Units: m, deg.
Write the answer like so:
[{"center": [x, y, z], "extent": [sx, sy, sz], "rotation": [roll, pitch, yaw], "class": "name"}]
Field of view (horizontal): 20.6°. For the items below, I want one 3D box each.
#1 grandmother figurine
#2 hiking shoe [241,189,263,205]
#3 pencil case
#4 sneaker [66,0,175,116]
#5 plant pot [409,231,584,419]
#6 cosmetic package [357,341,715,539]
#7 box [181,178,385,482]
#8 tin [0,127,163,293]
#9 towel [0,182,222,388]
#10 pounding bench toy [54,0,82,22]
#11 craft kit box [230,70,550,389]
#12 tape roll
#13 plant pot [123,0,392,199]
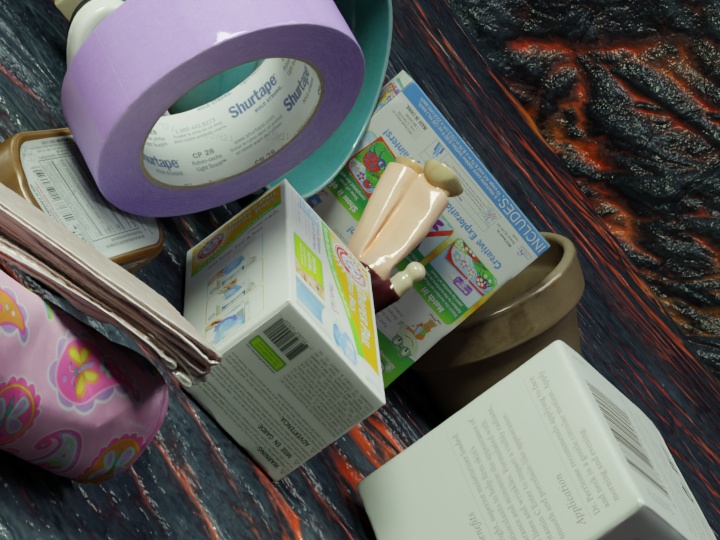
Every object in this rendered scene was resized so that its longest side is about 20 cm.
[{"center": [0.000, 0.000, 1.588], "extent": [0.061, 0.201, 0.121], "rotation": [41, -18, -24], "class": "grandmother figurine"}, {"center": [-0.084, -0.110, 1.728], "extent": [0.200, 0.086, 0.075], "rotation": [42, 19, -41], "class": "hiking shoe"}, {"center": [-0.188, 0.050, 1.046], "extent": [0.200, 0.087, 0.088], "rotation": [35, 24, -54], "class": "pencil case"}, {"center": [-0.189, -0.141, 1.443], "extent": [0.112, 0.073, 0.201], "rotation": [46, -16, 36], "class": "sneaker"}, {"center": [0.133, 0.084, 1.840], "extent": [0.200, 0.199, 0.176], "rotation": [-80, 149, -71], "class": "plant pot"}, {"center": [0.137, 0.198, 1.479], "extent": [0.165, 0.199, 0.165], "rotation": [39, 21, -45], "class": "cosmetic package"}, {"center": [-0.058, 0.039, 1.441], "extent": [0.113, 0.101, 0.200], "rotation": [48, 16, -24], "class": "box"}, {"center": [-0.192, -0.041, 1.330], "extent": [0.112, 0.042, 0.200], "rotation": [59, 14, 1], "class": "tin"}, {"center": [-0.177, -0.009, 1.122], "extent": [0.191, 0.032, 0.200], "rotation": [36, -3, -18], "class": "towel"}, {"center": [-0.265, -0.296, 1.494], "extent": [0.156, 0.124, 0.201], "rotation": [30, 28, -58], "class": "pounding bench toy"}, {"center": [0.026, -0.030, 1.675], "extent": [0.200, 0.197, 0.049], "rotation": [49, 1, -22], "class": "craft kit box"}, {"center": [-0.098, -0.122, 1.335], "extent": [0.066, 0.200, 0.200], "rotation": [61, 16, 24], "class": "tape roll"}, {"center": [-0.104, -0.180, 1.564], "extent": [0.187, 0.201, 0.200], "rotation": [22, 0, 25], "class": "plant pot"}]
